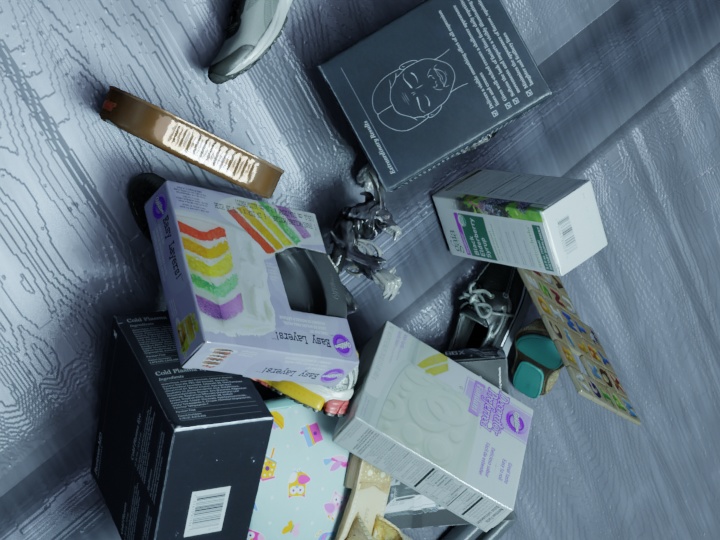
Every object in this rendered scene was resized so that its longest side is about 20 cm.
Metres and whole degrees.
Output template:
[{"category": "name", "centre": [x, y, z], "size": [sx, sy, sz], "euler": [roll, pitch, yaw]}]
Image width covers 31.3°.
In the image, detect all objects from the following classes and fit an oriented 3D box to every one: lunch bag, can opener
[{"category": "lunch bag", "centre": [-0.080, 0.226, 1.391], "size": [0.168, 0.122, 0.203], "euler": [-7, 108, -29]}, {"category": "can opener", "centre": [0.118, 0.359, 1.562], "size": [0.200, 0.067, 0.054], "euler": [-43, 118, -10]}]

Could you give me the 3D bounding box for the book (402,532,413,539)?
[{"category": "book", "centre": [0.021, 0.409, 1.489], "size": [0.133, 0.048, 0.201], "euler": [35, 94, -8]}]

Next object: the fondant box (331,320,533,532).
[{"category": "fondant box", "centre": [0.081, 0.165, 1.377], "size": [0.198, 0.058, 0.145], "euler": [32, 43, -10]}]

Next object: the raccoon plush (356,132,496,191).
[{"category": "raccoon plush", "centre": [0.070, -0.188, 1.425], "size": [0.198, 0.096, 0.136], "euler": [-29, 105, -22]}]

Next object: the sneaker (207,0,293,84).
[{"category": "sneaker", "centre": [-0.107, -0.279, 1.317], "size": [0.079, 0.074, 0.202], "euler": [33, 76, -21]}]

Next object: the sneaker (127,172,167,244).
[{"category": "sneaker", "centre": [-0.147, -0.032, 1.336], "size": [0.200, 0.060, 0.104], "euler": [47, 33, 0]}]

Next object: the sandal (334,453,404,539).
[{"category": "sandal", "centre": [0.018, 0.286, 1.360], "size": [0.077, 0.069, 0.216], "euler": [5, 93, -43]}]

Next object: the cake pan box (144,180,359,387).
[{"category": "cake pan box", "centre": [-0.103, 0.015, 1.248], "size": [0.198, 0.052, 0.186], "euler": [13, 50, -40]}]

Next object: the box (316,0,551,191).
[{"category": "box", "centre": [0.078, -0.195, 1.347], "size": [0.198, 0.107, 0.150], "euler": [-29, 91, 5]}]

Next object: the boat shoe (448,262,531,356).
[{"category": "boat shoe", "centre": [0.147, 0.047, 1.520], "size": [0.068, 0.073, 0.202], "euler": [14, 101, -46]}]

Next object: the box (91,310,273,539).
[{"category": "box", "centre": [-0.179, 0.171, 1.252], "size": [0.103, 0.182, 0.202], "euler": [-4, 124, -30]}]

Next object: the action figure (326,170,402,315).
[{"category": "action figure", "centre": [0.000, 0.000, 1.392], "size": [0.101, 0.119, 0.202], "euler": [27, 99, 7]}]

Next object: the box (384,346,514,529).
[{"category": "box", "centre": [0.095, 0.194, 1.489], "size": [0.155, 0.050, 0.203], "euler": [-4, 105, -1]}]

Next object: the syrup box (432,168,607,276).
[{"category": "syrup box", "centre": [0.175, -0.057, 1.441], "size": [0.081, 0.199, 0.080], "euler": [-31, 113, -27]}]

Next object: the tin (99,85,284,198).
[{"category": "tin", "centre": [-0.167, -0.125, 1.279], "size": [0.198, 0.112, 0.042], "euler": [25, 87, -31]}]

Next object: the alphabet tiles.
[{"category": "alphabet tiles", "centre": [0.242, 0.073, 1.455], "size": [0.008, 0.202, 0.166], "euler": [-35, 146, 20]}]

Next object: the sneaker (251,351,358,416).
[{"category": "sneaker", "centre": [-0.090, 0.078, 1.341], "size": [0.198, 0.078, 0.083], "euler": [24, 88, 10]}]

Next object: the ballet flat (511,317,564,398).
[{"category": "ballet flat", "centre": [0.218, 0.089, 1.524], "size": [0.070, 0.200, 0.066], "euler": [31, 69, 8]}]
